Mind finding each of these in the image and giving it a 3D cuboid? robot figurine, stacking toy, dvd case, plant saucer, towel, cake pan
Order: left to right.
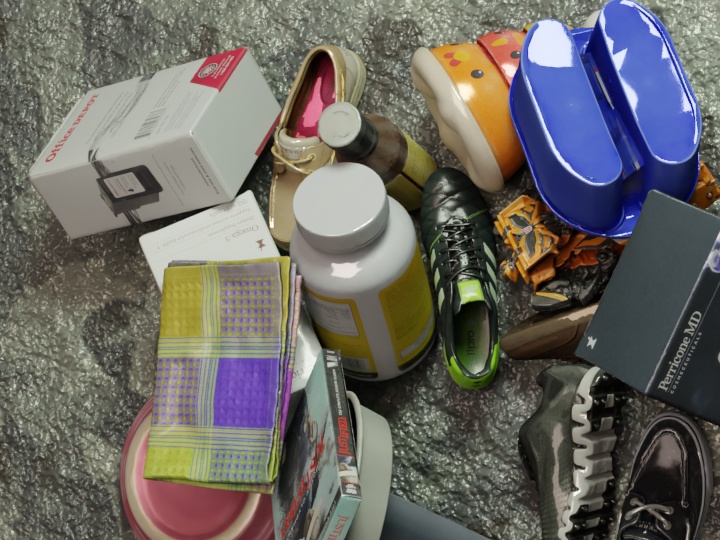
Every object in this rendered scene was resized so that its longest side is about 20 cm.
[{"bbox_3d":[-0.148,0.195,1.733,0.199,0.051,0.202,-3,82,24],"label":"plant saucer"},{"bbox_3d":[-0.122,0.086,1.568,0.143,0.023,0.202,2,82,30],"label":"towel"},{"bbox_3d":[-0.039,0.179,1.515,0.200,0.022,0.147,-102,29,-56],"label":"dvd case"},{"bbox_3d":[-0.018,0.204,1.538,0.036,0.200,0.202,15,89,-13],"label":"cake pan"},{"bbox_3d":[0.157,-0.176,1.622,0.199,0.146,0.147,-31,71,-2],"label":"stacking toy"},{"bbox_3d":[0.203,-0.053,1.582,0.199,0.058,0.145,-32,47,8],"label":"robot figurine"}]

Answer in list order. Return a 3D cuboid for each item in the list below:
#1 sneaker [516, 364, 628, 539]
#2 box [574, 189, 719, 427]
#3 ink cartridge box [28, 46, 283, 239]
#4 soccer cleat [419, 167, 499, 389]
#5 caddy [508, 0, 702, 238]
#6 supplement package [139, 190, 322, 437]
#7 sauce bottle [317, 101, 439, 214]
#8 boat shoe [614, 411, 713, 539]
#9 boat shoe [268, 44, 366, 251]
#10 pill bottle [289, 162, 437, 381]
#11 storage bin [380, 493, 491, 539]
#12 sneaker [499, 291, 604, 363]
[{"bbox_3d":[0.175,0.172,1.587,0.090,0.066,0.202,14,100,42],"label":"sneaker"},{"bbox_3d":[0.300,0.046,1.461,0.107,0.199,0.149,32,99,60],"label":"box"},{"bbox_3d":[-0.194,-0.120,1.724,0.199,0.084,0.146,-12,34,31],"label":"ink cartridge box"},{"bbox_3d":[0.094,0.005,1.621,0.067,0.081,0.202,-8,86,-3],"label":"soccer cleat"},{"bbox_3d":[0.203,-0.125,1.516,0.140,0.105,0.201,-16,67,-3],"label":"caddy"},{"bbox_3d":[-0.109,0.052,1.670,0.116,0.117,0.201,-23,68,-7],"label":"supplement package"},{"bbox_3d":[0.016,-0.102,1.614,0.064,0.200,0.065,-5,75,18],"label":"sauce bottle"},{"bbox_3d":[0.248,0.219,1.544,0.071,0.068,0.201,12,89,25],"label":"boat shoe"},{"bbox_3d":[-0.053,-0.119,1.720,0.073,0.069,0.201,13,89,25],"label":"boat shoe"},{"bbox_3d":[0.000,0.000,1.599,0.111,0.201,0.113,-6,52,8],"label":"pill bottle"},{"bbox_3d":[0.063,0.299,1.565,0.199,0.146,0.135,27,108,-14],"label":"storage bin"},{"bbox_3d":[0.215,0.058,1.580,0.199,0.070,0.076,-20,96,30],"label":"sneaker"}]
